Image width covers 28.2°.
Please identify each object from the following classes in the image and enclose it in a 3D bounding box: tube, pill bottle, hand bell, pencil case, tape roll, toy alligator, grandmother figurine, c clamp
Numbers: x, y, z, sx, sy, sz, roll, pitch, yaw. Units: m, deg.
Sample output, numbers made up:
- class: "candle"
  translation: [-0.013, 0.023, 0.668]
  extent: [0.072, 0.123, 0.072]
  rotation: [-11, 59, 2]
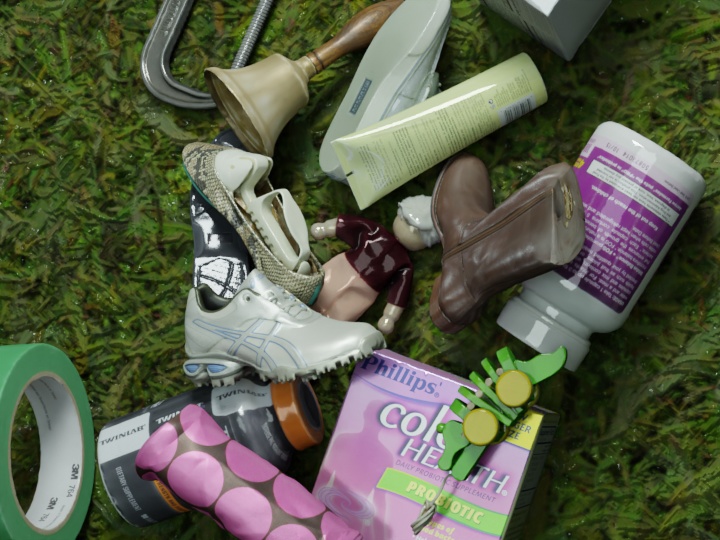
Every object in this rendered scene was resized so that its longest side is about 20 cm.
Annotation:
- class: "tube"
  translation: [0.073, -0.132, 1.305]
  extent: [0.199, 0.052, 0.058]
  rotation: [-29, 81, -3]
- class: "pill bottle"
  translation: [-0.135, 0.158, 1.330]
  extent: [0.198, 0.106, 0.107]
  rotation: [-22, 79, 13]
- class: "hand bell"
  translation: [-0.037, -0.199, 1.346]
  extent: [0.199, 0.104, 0.104]
  rotation: [-36, 75, -11]
- class: "pencil case"
  translation: [-0.095, 0.200, 1.222]
  extent: [0.199, 0.094, 0.091]
  rotation: [37, 53, 13]
- class: "tape roll"
  translation: [-0.311, 0.169, 1.331]
  extent: [0.048, 0.200, 0.203]
  rotation: [-3, 83, 16]
- class: "toy alligator"
  translation: [0.091, 0.128, 1.190]
  extent: [0.054, 0.059, 0.200]
  rotation: [42, 96, 16]
- class: "grandmother figurine"
  translation: [0.000, 0.000, 1.336]
  extent: [0.199, 0.061, 0.122]
  rotation: [-39, 99, 6]
- class: "pill bottle"
  translation: [0.204, -0.018, 1.246]
  extent: [0.112, 0.112, 0.201]
  rotation: [33, 93, 17]
- class: "c clamp"
  translation: [-0.126, -0.242, 1.410]
  extent: [0.170, 0.027, 0.201]
  rotation: [30, 93, 17]

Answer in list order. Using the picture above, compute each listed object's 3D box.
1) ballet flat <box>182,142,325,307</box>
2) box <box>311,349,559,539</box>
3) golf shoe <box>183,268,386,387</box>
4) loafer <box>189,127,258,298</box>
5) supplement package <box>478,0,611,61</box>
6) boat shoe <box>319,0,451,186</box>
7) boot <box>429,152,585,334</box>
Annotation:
- class: "ballet flat"
  translation: [-0.090, -0.057, 1.306]
  extent: [0.201, 0.067, 0.075]
  rotation: [56, 137, 17]
- class: "box"
  translation: [0.059, 0.191, 1.275]
  extent: [0.174, 0.097, 0.202]
  rotation: [20, 89, 17]
- class: "golf shoe"
  translation: [-0.074, 0.047, 1.246]
  extent: [0.198, 0.078, 0.098]
  rotation: [-5, 97, 27]
- class: "loafer"
  translation: [-0.129, -0.037, 1.371]
  extent: [0.071, 0.063, 0.202]
  rotation: [5, 68, -2]
- class: "supplement package"
  translation: [0.190, -0.312, 1.258]
  extent: [0.111, 0.156, 0.201]
  rotation: [36, 94, 16]
- class: "boat shoe"
  translation: [0.036, -0.167, 1.338]
  extent: [0.202, 0.071, 0.070]
  rotation: [-60, 34, 8]
- class: "boot"
  translation: [0.129, -0.057, 1.219]
  extent: [0.064, 0.200, 0.188]
  rotation: [14, 62, -19]
